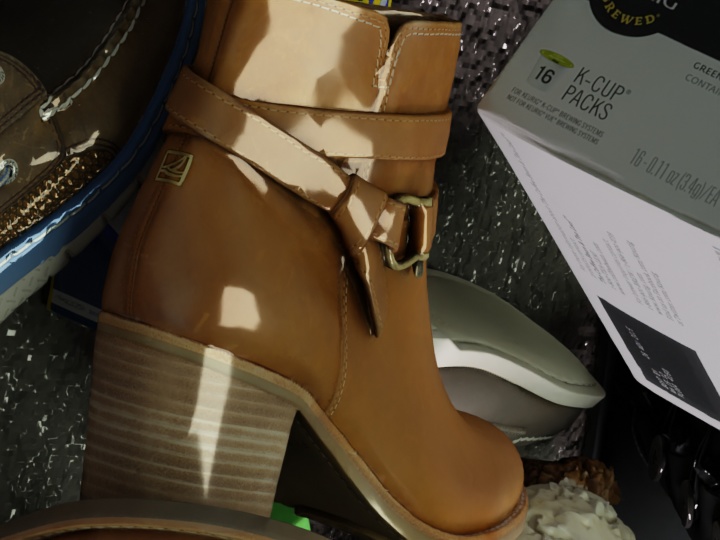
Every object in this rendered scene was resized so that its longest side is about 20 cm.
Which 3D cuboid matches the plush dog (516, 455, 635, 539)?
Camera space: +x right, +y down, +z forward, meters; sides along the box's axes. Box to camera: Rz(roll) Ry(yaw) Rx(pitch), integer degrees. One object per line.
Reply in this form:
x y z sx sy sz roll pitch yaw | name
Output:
0.072 0.160 0.945 0.200 0.160 0.172 -64 144 -56 | plush dog

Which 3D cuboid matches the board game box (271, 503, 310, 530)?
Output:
-0.085 0.188 0.885 0.200 0.040 0.154 -40 135 -35 | board game box

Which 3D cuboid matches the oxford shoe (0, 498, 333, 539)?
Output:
-0.086 0.106 0.700 0.071 0.199 0.072 52 36 -47 | oxford shoe

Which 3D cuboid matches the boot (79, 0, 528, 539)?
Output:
0.000 0.000 0.772 0.200 0.076 0.156 12 92 -48 | boot

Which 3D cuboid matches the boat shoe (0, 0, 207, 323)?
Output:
-0.115 -0.030 0.715 0.200 0.072 0.072 -56 141 -18 | boat shoe

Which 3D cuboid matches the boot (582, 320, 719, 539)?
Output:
0.143 0.103 1.012 0.065 0.200 0.166 -11 112 -12 | boot

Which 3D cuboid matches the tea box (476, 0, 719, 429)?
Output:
0.166 -0.054 0.830 0.197 0.133 0.200 -55 149 -11 | tea box

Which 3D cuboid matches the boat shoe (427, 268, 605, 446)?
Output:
0.021 0.039 0.931 0.060 0.072 0.200 -56 152 12 | boat shoe

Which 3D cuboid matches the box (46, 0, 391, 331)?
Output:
-0.037 -0.074 0.797 0.064 0.070 0.201 -5 110 -49 | box
